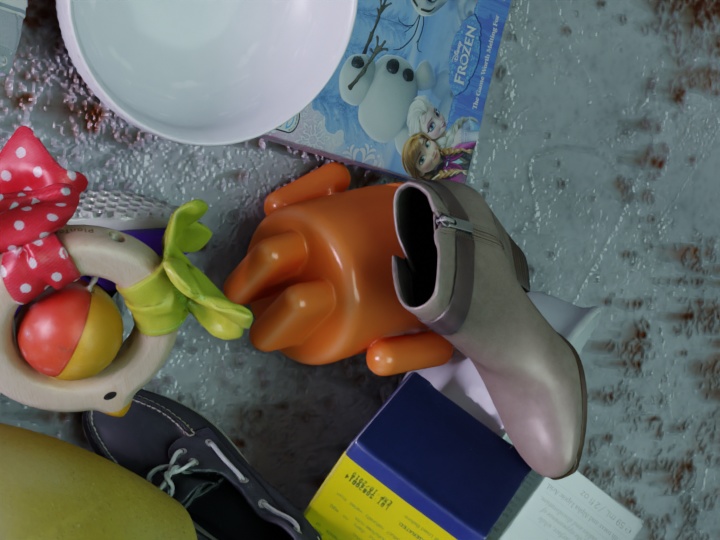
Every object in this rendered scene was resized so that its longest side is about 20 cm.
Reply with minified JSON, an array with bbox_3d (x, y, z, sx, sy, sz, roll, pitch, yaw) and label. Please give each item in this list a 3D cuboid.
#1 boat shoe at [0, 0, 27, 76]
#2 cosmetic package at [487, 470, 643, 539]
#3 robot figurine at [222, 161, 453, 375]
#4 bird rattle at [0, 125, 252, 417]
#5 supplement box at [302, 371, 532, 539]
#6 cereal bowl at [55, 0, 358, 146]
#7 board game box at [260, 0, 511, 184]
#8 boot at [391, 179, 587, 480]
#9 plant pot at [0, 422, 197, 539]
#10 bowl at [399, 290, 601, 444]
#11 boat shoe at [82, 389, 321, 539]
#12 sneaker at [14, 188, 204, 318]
[{"bbox_3d":[-0.287,-0.149,1.066,0.201,0.070,0.072,4,90,-41],"label":"boat shoe"},{"bbox_3d":[0.111,0.238,1.372,0.102,0.074,0.200,37,84,-21],"label":"cosmetic package"},{"bbox_3d":[-0.001,-0.002,1.280,0.200,0.144,0.117,-14,118,-43],"label":"robot figurine"},{"bbox_3d":[-0.170,0.018,1.093,0.200,0.113,0.163,13,116,-35],"label":"bird rattle"},{"bbox_3d":[0.014,0.189,1.254,0.200,0.109,0.110,-57,173,32],"label":"supplement box"},{"bbox_3d":[-0.106,-0.183,1.180,0.200,0.083,0.200,-5,103,-24],"label":"cereal bowl"},{"bbox_3d":[0.015,-0.174,1.311,0.199,0.043,0.200,13,90,-37],"label":"board game box"},{"bbox_3d":[0.078,0.035,1.201,0.146,0.070,0.200,23,45,-54],"label":"boot"},{"bbox_3d":[-0.180,0.192,1.110,0.142,0.200,0.200,4,96,-25],"label":"plant pot"},{"bbox_3d":[0.088,0.087,1.359,0.090,0.201,0.201,36,71,10],"label":"bowl"},{"bbox_3d":[-0.106,0.137,1.188,0.073,0.200,0.063,-50,165,-10],"label":"boat shoe"},{"bbox_3d":[-0.196,0.007,1.173,0.200,0.070,0.100,-9,111,-32],"label":"sneaker"}]
